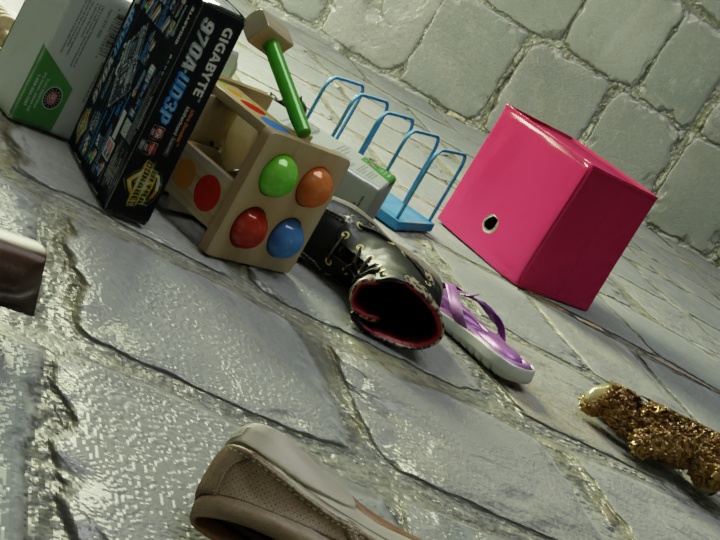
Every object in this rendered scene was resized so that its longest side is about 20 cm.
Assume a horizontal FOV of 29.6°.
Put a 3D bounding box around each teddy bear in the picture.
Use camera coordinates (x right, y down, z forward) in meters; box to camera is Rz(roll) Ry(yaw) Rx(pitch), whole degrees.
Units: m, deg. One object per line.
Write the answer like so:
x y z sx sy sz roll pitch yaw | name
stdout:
0.319 0.178 1.440 0.198 0.067 0.145 26 3 5 | teddy bear

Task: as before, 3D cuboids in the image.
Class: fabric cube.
0.274 -0.091 1.997 0.199 0.201 0.196 17 20 -47 | fabric cube

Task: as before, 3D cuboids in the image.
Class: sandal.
0.122 0.050 1.454 0.082 0.050 0.202 16 20 -49 | sandal

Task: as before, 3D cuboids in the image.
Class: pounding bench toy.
-0.092 -0.122 1.264 0.156 0.201 0.124 39 15 34 | pounding bench toy

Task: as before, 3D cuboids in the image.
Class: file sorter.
0.025 -0.158 1.846 0.199 0.124 0.138 35 13 19 | file sorter

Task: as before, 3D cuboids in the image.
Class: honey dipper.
-0.351 -0.225 1.418 0.038 0.038 0.200 17 21 -47 | honey dipper

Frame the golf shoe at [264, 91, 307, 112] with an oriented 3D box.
-0.163 -0.181 1.642 0.197 0.078 0.088 14 -28 -6 | golf shoe

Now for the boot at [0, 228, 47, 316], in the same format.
-0.243 -0.026 0.744 0.199 0.065 0.185 25 -16 -35 | boot

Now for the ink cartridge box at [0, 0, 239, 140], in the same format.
-0.237 -0.194 1.321 0.199 0.148 0.083 20 15 -43 | ink cartridge box

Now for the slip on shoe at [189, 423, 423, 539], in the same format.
-0.003 0.165 0.733 0.199 0.076 0.061 40 53 -1 | slip on shoe

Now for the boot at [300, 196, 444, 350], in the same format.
0.000 0.000 1.324 0.199 0.073 0.151 35 12 -11 | boot

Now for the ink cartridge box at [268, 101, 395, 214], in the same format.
-0.071 -0.114 1.512 0.199 0.084 0.147 32 13 3 | ink cartridge box

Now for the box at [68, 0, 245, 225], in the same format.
-0.185 -0.163 1.204 0.046 0.202 0.159 19 16 -32 | box
